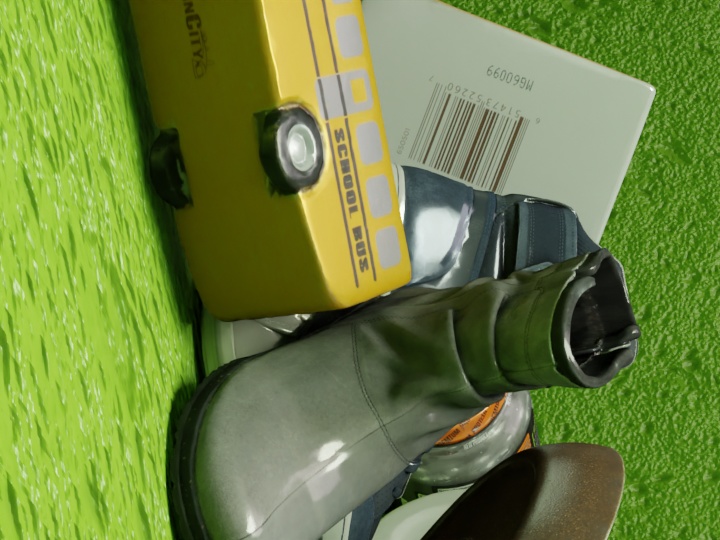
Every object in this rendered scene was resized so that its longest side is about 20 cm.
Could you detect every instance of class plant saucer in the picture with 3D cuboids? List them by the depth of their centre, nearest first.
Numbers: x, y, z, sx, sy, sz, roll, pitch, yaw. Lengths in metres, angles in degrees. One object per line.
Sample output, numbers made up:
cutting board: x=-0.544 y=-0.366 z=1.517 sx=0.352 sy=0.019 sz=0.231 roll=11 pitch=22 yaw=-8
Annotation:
plant saucer: x=0.042 y=0.150 z=0.881 sx=0.032 sy=0.200 sz=0.200 roll=40 pitch=11 yaw=-6

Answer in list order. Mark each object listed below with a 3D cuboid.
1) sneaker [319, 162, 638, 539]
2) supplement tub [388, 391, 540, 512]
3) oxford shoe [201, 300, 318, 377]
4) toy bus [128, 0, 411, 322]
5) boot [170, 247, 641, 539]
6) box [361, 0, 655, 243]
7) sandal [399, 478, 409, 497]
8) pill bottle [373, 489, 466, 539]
sneaker: x=0.048 y=0.060 z=0.893 sx=0.077 sy=0.145 sz=0.204 roll=-144 pitch=-115 yaw=-73
supplement tub: x=0.069 y=0.130 z=1.419 sx=0.201 sy=0.121 sz=0.123 roll=74 pitch=7 yaw=-50
oxford shoe: x=-0.033 y=0.021 z=0.815 sx=0.201 sy=0.057 sz=0.076 roll=-93 pitch=173 yaw=-50
toy bus: x=-0.039 y=-0.084 z=0.737 sx=0.078 sy=0.065 sz=0.202 roll=-20 pitch=101 yaw=-53
boot: x=0.022 y=0.042 z=0.714 sx=0.070 sy=0.131 sz=0.200 roll=67 pitch=29 yaw=-16
box: x=0.050 y=-0.076 z=1.023 sx=0.200 sy=0.151 sz=0.107 roll=-113 pitch=-136 yaw=-82
sandal: x=0.003 y=0.104 z=1.042 sx=0.208 sy=0.059 sz=0.080 roll=-96 pitch=174 yaw=-46
pill bottle: x=0.070 y=0.247 z=1.218 sx=0.112 sy=0.111 sz=0.202 roll=-90 pitch=169 yaw=-66
